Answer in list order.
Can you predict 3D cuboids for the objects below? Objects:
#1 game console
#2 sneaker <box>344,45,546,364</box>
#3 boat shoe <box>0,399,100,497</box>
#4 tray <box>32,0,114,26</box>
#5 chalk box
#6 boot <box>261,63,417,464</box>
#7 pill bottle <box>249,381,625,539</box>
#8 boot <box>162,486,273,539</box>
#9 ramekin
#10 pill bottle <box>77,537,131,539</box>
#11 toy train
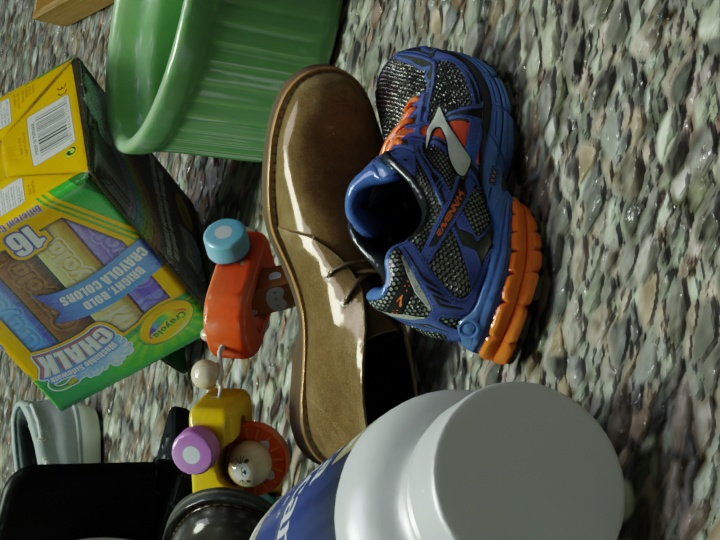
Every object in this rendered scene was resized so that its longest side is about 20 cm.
[{"bbox_3d":[-0.178,0.190,1.648,0.176,0.115,0.201,-103,28,-71],"label":"game console"},{"bbox_3d":[0.030,-0.042,1.242,0.201,0.078,0.076,-104,31,-52],"label":"sneaker"},{"bbox_3d":[-0.223,0.172,1.904,0.202,0.071,0.070,-99,26,-46],"label":"boat shoe"},{"bbox_3d":[-0.227,-0.263,2.224,0.200,0.037,0.100,177,103,-71],"label":"tray"},{"bbox_3d":[-0.174,-0.008,1.702,0.123,0.200,0.125,-27,40,11],"label":"chalk box"},{"bbox_3d":[0.000,0.000,1.306,0.075,0.073,0.202,-170,73,-66],"label":"boot"},{"bbox_3d":[0.030,0.113,1.102,0.200,0.110,0.112,137,140,-61],"label":"pill bottle"},{"bbox_3d":[-0.073,0.225,1.271,0.175,0.069,0.201,-84,1,-58],"label":"boot"},{"bbox_3d":[-0.080,-0.161,1.614,0.200,0.097,0.202,-169,90,-72],"label":"ramekin"},{"bbox_3d":[-0.151,0.267,1.559,0.116,0.115,0.201,-123,47,-65],"label":"pill bottle"},{"bbox_3d":[-0.045,0.080,1.387,0.151,0.055,0.201,-73,-22,-47],"label":"toy train"}]
